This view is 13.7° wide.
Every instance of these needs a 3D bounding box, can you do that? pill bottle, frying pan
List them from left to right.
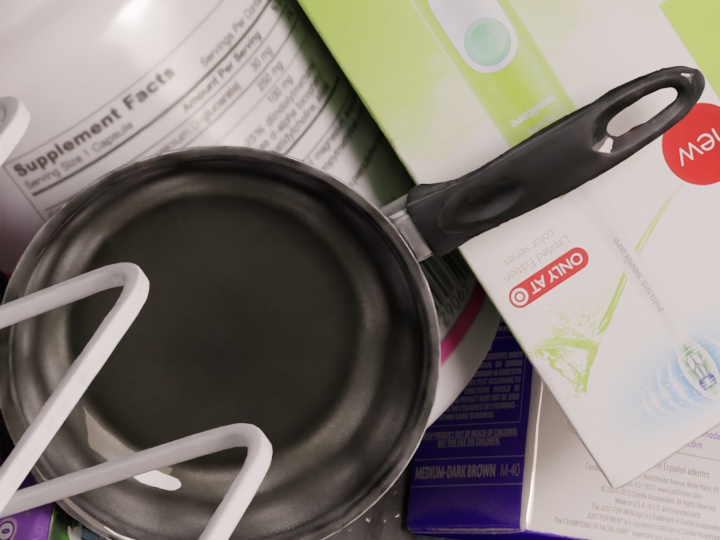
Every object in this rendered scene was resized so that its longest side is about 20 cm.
[{"bbox_3d":[-0.058,-0.039,0.822,0.113,0.113,0.200,-49,114,-30],"label":"pill bottle"},{"bbox_3d":[-0.015,-0.008,0.759,0.115,0.031,0.190,34,104,-15],"label":"frying pan"}]

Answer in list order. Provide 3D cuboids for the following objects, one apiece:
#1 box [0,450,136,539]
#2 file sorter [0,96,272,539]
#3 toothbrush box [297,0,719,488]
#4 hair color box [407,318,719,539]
[{"bbox_3d":[-0.038,0.148,0.839,0.200,0.039,0.138,31,60,-42],"label":"box"},{"bbox_3d":[-0.134,0.013,0.622,0.200,0.124,0.139,55,39,-20],"label":"file sorter"},{"bbox_3d":[0.076,-0.067,0.804,0.145,0.086,0.201,-32,90,8],"label":"toothbrush box"},{"bbox_3d":[0.082,-0.008,0.961,0.109,0.065,0.201,13,79,-36],"label":"hair color box"}]
